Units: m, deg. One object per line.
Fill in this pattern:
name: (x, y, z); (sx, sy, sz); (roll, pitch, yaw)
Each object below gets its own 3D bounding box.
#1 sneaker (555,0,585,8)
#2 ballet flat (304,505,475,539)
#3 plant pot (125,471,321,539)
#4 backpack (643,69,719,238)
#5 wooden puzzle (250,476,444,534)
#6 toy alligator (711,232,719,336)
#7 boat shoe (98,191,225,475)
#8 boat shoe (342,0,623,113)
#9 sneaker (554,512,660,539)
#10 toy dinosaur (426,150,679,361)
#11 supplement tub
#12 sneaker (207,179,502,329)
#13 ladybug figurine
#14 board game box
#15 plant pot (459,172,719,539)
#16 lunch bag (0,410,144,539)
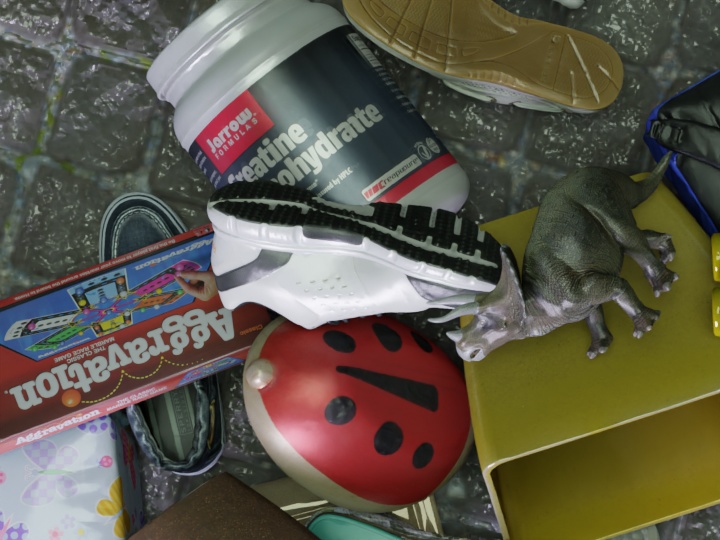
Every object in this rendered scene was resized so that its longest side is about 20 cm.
sneaker: (0.067, -0.226, 1.731); (0.200, 0.075, 0.087); (28, 99, 10)
ballet flat: (0.058, 0.207, 1.658); (0.200, 0.072, 0.072); (21, 87, 17)
plant pot: (-0.065, 0.235, 1.598); (0.187, 0.187, 0.200); (-36, 85, -1)
backpack: (0.302, -0.046, 1.651); (0.162, 0.168, 0.200); (-31, 81, 5)
wooden puzzle: (-0.024, 0.237, 1.715); (0.185, 0.037, 0.200); (-14, 81, 0)
toy alligator: (0.240, 0.024, 1.502); (0.059, 0.054, 0.200); (-2, 57, 10)
boat shoe: (-0.134, 0.040, 1.700); (0.071, 0.091, 0.200); (-15, 86, 1)
boat shoe: (0.076, -0.149, 1.711); (0.200, 0.069, 0.071); (22, 74, -6)
sneaker: (0.136, 0.251, 1.690); (0.078, 0.079, 0.200); (23, 61, 36)
toy dinosaur: (0.139, -0.016, 1.522); (0.102, 0.077, 0.200); (42, 69, -13)
supplement tub: (-0.035, -0.088, 1.681); (0.140, 0.140, 0.200); (-38, 86, -1)
sneaker: (0.000, 0.000, 1.583); (0.200, 0.074, 0.080); (12, 118, 9)
ladybug figurine: (0.007, 0.087, 1.638); (0.072, 0.200, 0.136); (-18, 67, 41)
board game box: (-0.163, 0.042, 1.656); (0.200, 0.019, 0.103); (-21, 60, -8)
plant pot: (0.158, 0.055, 1.640); (0.200, 0.200, 0.177); (-18, 64, 1)
lunch bag: (-0.248, 0.185, 1.679); (0.200, 0.127, 0.170); (-7, 81, 5)
